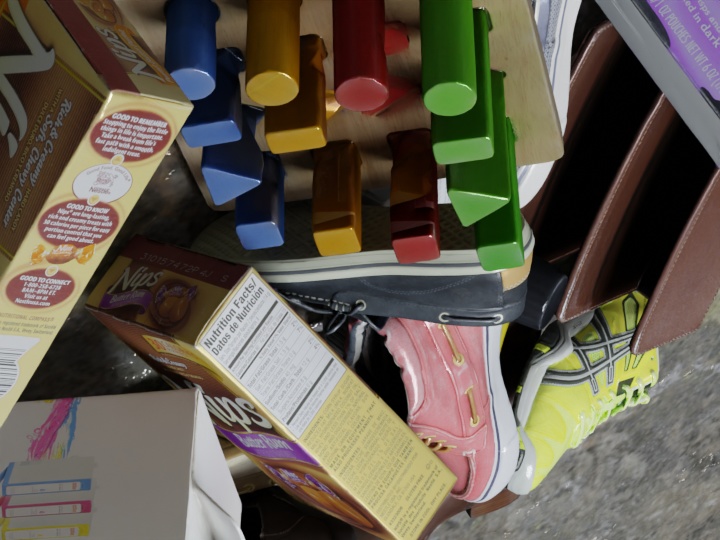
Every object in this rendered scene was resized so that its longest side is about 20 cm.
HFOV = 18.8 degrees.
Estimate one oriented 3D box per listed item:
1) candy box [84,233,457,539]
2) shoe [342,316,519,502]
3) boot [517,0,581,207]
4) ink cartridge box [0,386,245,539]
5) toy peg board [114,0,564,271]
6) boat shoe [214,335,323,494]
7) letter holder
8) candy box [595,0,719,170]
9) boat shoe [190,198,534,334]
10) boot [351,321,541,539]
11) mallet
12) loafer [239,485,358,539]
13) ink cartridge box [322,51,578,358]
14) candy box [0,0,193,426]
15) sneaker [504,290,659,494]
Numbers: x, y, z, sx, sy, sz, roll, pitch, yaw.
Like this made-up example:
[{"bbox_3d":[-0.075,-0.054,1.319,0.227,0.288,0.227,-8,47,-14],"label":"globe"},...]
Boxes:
[{"bbox_3d":[-0.048,0.067,1.199,0.057,0.116,0.200,-53,125,-16],"label":"candy box"},{"bbox_3d":[0.038,0.078,1.288,0.091,0.071,0.201,-35,139,-30],"label":"shoe"},{"bbox_3d":[0.066,-0.129,1.171,0.090,0.073,0.202,-2,111,-33],"label":"boot"},{"bbox_3d":[-0.149,0.154,1.183,0.198,0.126,0.129,-5,143,7],"label":"ink cartridge box"},{"bbox_3d":[-0.008,-0.074,1.077,0.197,0.099,0.201,-8,145,10],"label":"toy peg board"},{"bbox_3d":[-0.052,0.094,1.334,0.199,0.074,0.069,-11,149,-33],"label":"boat shoe"},{"bbox_3d":[0.171,-0.052,1.309,0.142,0.100,0.201,-20,141,-46],"label":"letter holder"},{"bbox_3d":[0.245,-0.170,1.205,0.199,0.168,0.072,-37,177,-5],"label":"candy box"},{"bbox_3d":[0.000,0.000,1.183,0.075,0.198,0.063,-63,149,-50],"label":"boat shoe"},{"bbox_3d":[0.039,0.102,1.427,0.185,0.064,0.201,-26,142,-24],"label":"boot"},{"bbox_3d":[0.068,0.056,1.346,0.041,0.066,0.201,-48,166,-42],"label":"mallet"},{"bbox_3d":[-0.069,0.162,1.322,0.071,0.200,0.074,16,81,-24],"label":"loafer"},{"bbox_3d":[0.059,-0.044,1.312,0.200,0.057,0.163,-42,151,-33],"label":"ink cartridge box"},{"bbox_3d":[-0.170,-0.037,1.031,0.055,0.116,0.201,8,124,-47],"label":"candy box"},{"bbox_3d":[0.151,0.066,1.399,0.201,0.076,0.076,-56,166,-33],"label":"sneaker"}]
